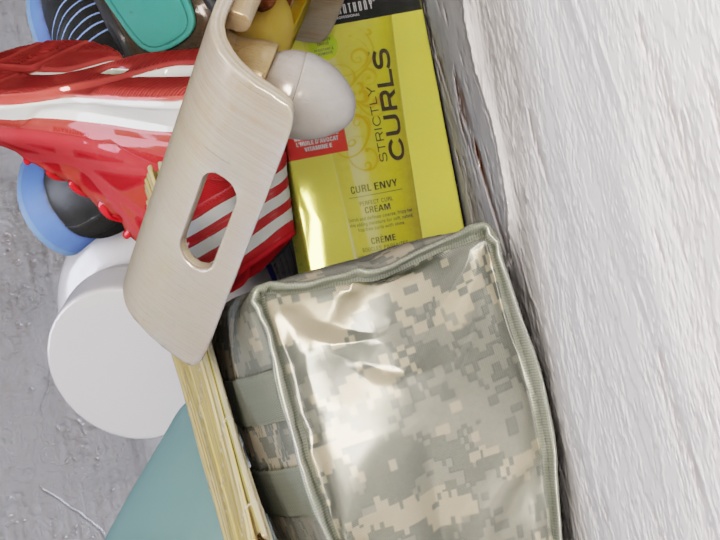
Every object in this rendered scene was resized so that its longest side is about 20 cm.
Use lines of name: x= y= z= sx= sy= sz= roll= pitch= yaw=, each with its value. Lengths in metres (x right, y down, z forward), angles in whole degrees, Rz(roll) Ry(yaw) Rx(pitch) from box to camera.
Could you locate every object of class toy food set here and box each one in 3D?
toy food set: x=-0.026 y=-0.080 z=1.042 sx=0.144 sy=0.060 sz=0.200 roll=113 pitch=179 yaw=-46

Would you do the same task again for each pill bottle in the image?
pill bottle: x=-0.087 y=0.003 z=1.384 sx=0.200 sy=0.112 sz=0.112 roll=-61 pitch=-33 yaw=-60

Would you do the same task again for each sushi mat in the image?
sushi mat: x=-0.060 y=0.057 z=1.098 sx=0.096 sy=0.012 sz=0.200 roll=88 pitch=167 yaw=-49

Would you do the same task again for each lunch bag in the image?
lunch bag: x=0.017 y=0.093 z=1.079 sx=0.164 sy=0.117 sz=0.200 roll=163 pitch=91 yaw=-81

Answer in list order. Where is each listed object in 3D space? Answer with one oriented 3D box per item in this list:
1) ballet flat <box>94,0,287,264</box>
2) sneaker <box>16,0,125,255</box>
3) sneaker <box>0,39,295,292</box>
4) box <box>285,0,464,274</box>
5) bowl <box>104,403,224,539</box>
ballet flat: x=-0.076 y=-0.100 z=1.255 sx=0.073 sy=0.073 sz=0.200 roll=-132 pitch=17 yaw=-81
sneaker: x=-0.117 y=-0.102 z=1.338 sx=0.070 sy=0.078 sz=0.200 roll=32 pitch=-136 yaw=-40
sneaker: x=-0.112 y=-0.036 z=1.211 sx=0.200 sy=0.078 sz=0.116 roll=7 pitch=117 yaw=43
box: x=-0.001 y=-0.059 z=1.195 sx=0.050 sy=0.075 sz=0.200 roll=167 pitch=94 yaw=-83
bowl: x=-0.019 y=0.113 z=1.271 sx=0.201 sy=0.200 sz=0.105 roll=94 pitch=-174 yaw=-71
